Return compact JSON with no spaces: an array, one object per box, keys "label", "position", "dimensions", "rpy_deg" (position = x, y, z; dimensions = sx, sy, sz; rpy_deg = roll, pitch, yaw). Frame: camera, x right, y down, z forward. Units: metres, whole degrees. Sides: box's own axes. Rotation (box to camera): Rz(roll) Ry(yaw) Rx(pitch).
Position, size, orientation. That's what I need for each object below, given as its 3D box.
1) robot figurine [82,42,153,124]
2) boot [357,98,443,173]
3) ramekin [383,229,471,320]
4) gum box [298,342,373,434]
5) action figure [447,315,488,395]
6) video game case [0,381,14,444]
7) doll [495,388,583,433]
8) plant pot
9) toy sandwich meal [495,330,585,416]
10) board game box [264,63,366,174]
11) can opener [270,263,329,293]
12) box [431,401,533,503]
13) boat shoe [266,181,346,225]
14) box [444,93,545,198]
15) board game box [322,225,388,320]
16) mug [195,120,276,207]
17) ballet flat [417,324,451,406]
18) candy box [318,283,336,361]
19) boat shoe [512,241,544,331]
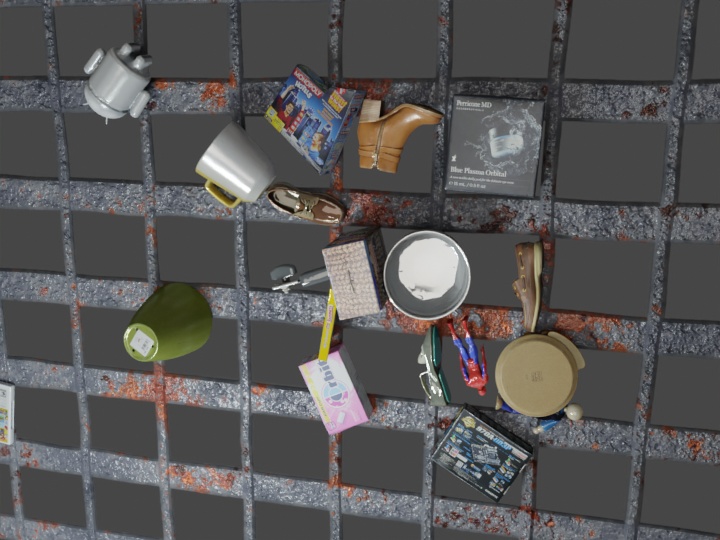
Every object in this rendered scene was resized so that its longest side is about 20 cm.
[{"label":"robot figurine","position":[-0.578,-0.446,1.711],"dimensions":[0.170,0.113,0.200],"rpy_deg":[44,108,-3]},{"label":"boot","position":[0.087,-0.295,1.607],"dimensions":[0.197,0.073,0.158],"rpy_deg":[11,104,24]},{"label":"ramekin","position":[0.153,0.002,1.632],"dimensions":[0.196,0.105,0.204],"rpy_deg":[2,102,8]},{"label":"gum box","position":[-0.057,0.297,1.778],"dimensions":[0.112,0.066,0.203],"rpy_deg":[-22,97,17]},{"label":"action figure","position":[0.260,0.204,1.690],"dimensions":[0.064,0.052,0.203],"rpy_deg":[-14,104,22]},{"label":"video game case","position":[-1.092,0.395,2.079],"dimensions":[0.196,0.023,0.185],"rpy_deg":[11,105,10]},{"label":"doll","position":[0.417,0.313,1.674],"dimensions":[0.196,0.048,0.139],"rpy_deg":[9,93,12]},{"label":"plant pot","position":[-0.493,0.146,1.780],"dimensions":[0.183,0.200,0.191],"rpy_deg":[3,103,13]},{"label":"toy sandwich meal","position":[0.403,0.229,1.636],"dimensions":[0.201,0.070,0.210],"rpy_deg":[1,95,11]},{"label":"board game box","position":[-0.089,-0.361,1.626],"dimensions":[0.200,0.061,0.200],"rpy_deg":[46,116,10]},{"label":"can opener","position":[-0.129,0.008,1.737],"dimensions":[0.196,0.053,0.068],"rpy_deg":[-12,100,16]},{"label":"box","position":[0.292,0.441,1.736],"dimensions":[0.198,0.046,0.160],"rpy_deg":[32,108,5]},{"label":"boat shoe","position":[-0.132,-0.151,1.691],"dimensions":[0.197,0.072,0.077],"rpy_deg":[16,106,10]},{"label":"box","position":[0.287,-0.269,1.539],"dimensions":[0.193,0.117,0.204],"rpy_deg":[7,103,12]},{"label":"board game box","position":[0.000,0.000,1.625],"dimensions":[0.095,0.200,0.162],"rpy_deg":[-11,101,14]},{"label":"mug","position":[-0.283,-0.239,1.694],"dimensions":[0.152,0.186,0.150],"rpy_deg":[38,76,-7]},{"label":"ballet flat","position":[0.167,0.230,1.710],"dimensions":[0.063,0.067,0.204],"rpy_deg":[-8,101,22]},{"label":"candy box","position":[-0.070,0.103,1.693],"dimensions":[0.026,0.103,0.203],"rpy_deg":[11,120,1]},{"label":"boat shoe","position":[0.375,0.035,1.614],"dimensions":[0.066,0.072,0.204],"rpy_deg":[2,97,18]}]
